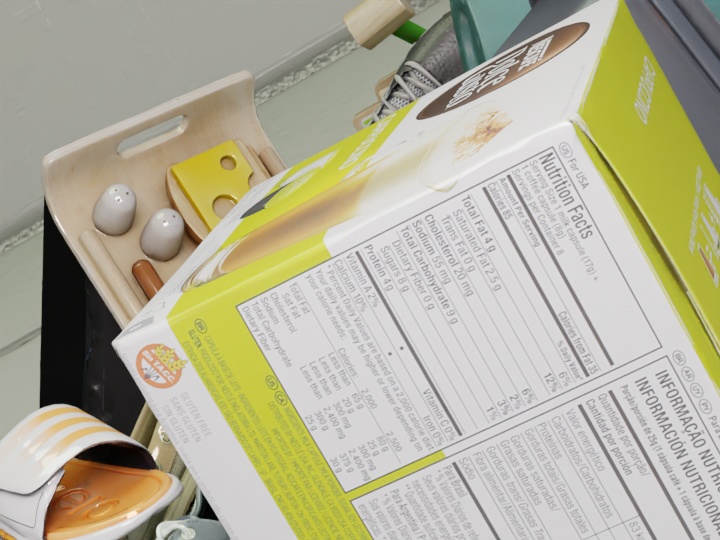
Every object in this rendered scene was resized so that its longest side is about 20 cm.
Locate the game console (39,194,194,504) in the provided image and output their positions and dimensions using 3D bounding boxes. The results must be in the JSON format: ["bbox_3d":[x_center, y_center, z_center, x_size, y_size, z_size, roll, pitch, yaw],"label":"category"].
[{"bbox_3d":[-0.129,0.037,1.262,0.174,0.202,0.116,1,1,8],"label":"game console"}]

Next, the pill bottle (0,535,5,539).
[{"bbox_3d":[-0.238,0.207,1.089,0.112,0.113,0.200,-28,11,15],"label":"pill bottle"}]

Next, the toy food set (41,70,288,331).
[{"bbox_3d":[-0.068,-0.007,1.133,0.143,0.201,0.060,-27,-15,-27],"label":"toy food set"}]

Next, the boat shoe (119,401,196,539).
[{"bbox_3d":[-0.128,0.121,1.156,0.201,0.063,0.073,-55,19,-1],"label":"boat shoe"}]

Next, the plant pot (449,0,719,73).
[{"bbox_3d":[0.149,-0.153,1.317,0.160,0.202,0.201,-17,11,-3],"label":"plant pot"}]

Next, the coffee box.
[{"bbox_3d":[0.059,0.038,0.808,0.197,0.201,0.200,-26,12,20],"label":"coffee box"}]

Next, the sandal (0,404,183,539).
[{"bbox_3d":[-0.180,0.106,1.108,0.079,0.060,0.206,-33,23,-34],"label":"sandal"}]

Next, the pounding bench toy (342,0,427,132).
[{"bbox_3d":[0.067,-0.141,1.570,0.124,0.201,0.156,-28,12,15],"label":"pounding bench toy"}]

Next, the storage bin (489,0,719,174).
[{"bbox_3d":[0.131,-0.054,1.072,0.134,0.200,0.145,-44,15,-18],"label":"storage bin"}]

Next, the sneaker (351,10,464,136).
[{"bbox_3d":[0.028,-0.097,1.432,0.201,0.075,0.115,-60,-14,9],"label":"sneaker"}]

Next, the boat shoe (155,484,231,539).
[{"bbox_3d":[-0.092,0.154,1.057,0.072,0.062,0.200,-22,15,33],"label":"boat shoe"}]
